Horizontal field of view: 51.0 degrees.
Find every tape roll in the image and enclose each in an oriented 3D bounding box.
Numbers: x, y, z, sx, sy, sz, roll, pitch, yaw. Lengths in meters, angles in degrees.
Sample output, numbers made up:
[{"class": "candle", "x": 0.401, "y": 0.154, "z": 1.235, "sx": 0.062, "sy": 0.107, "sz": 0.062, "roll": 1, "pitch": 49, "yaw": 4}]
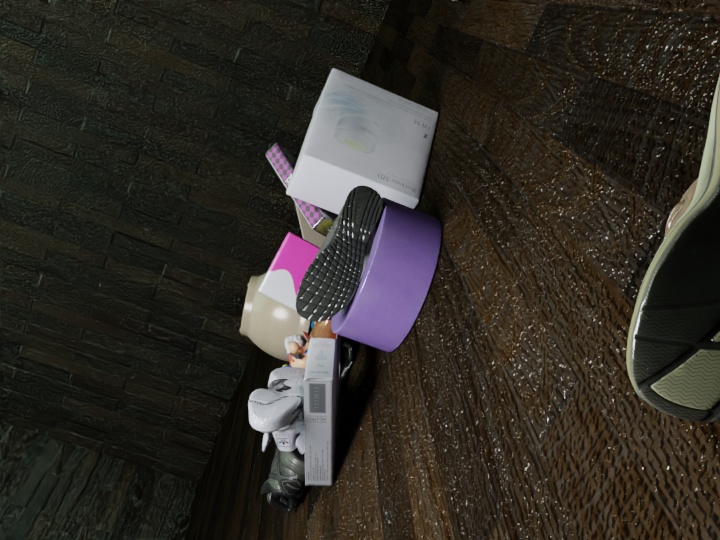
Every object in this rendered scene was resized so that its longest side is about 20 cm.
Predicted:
[{"class": "tape roll", "x": 0.033, "y": 0.006, "z": 1.050, "sx": 0.200, "sy": 0.085, "sz": 0.201, "roll": -160, "pitch": 90, "yaw": -81}]

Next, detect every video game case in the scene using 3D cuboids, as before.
[{"class": "video game case", "x": -0.068, "y": -0.127, "z": 1.374, "sx": 0.036, "sy": 0.181, "sz": 0.200, "roll": -43, "pitch": 56, "yaw": 15}]

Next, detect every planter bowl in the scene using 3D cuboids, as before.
[{"class": "planter bowl", "x": -0.167, "y": 0.081, "z": 1.522, "sx": 0.200, "sy": 0.134, "sz": 0.201, "roll": -170, "pitch": 90, "yaw": -85}]

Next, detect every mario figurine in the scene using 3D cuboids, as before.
[{"class": "mario figurine", "x": -0.132, "y": 0.181, "z": 1.371, "sx": 0.200, "sy": 0.123, "sz": 0.106, "roll": -50, "pitch": -28, "yaw": 2}]

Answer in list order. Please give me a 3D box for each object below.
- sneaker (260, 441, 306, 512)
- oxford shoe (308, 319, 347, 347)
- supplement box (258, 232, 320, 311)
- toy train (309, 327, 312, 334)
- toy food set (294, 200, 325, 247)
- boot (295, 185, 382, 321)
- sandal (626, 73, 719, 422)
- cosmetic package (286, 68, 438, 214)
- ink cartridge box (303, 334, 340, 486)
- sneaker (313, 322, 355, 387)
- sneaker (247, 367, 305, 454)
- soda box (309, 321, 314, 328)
[{"class": "sneaker", "x": -0.129, "y": 0.335, "z": 1.297, "sx": 0.114, "sy": 0.076, "sz": 0.199, "roll": -63, "pitch": 16, "yaw": 4}, {"class": "oxford shoe", "x": -0.023, "y": 0.057, "z": 1.231, "sx": 0.200, "sy": 0.071, "sz": 0.071, "roll": -61, "pitch": -8, "yaw": -60}, {"class": "supplement box", "x": -0.092, "y": 0.009, "z": 1.198, "sx": 0.101, "sy": 0.103, "sz": 0.200, "roll": -62, "pitch": 2, "yaw": -2}, {"class": "toy train", "x": -0.083, "y": 0.148, "z": 1.539, "sx": 0.200, "sy": 0.042, "sz": 0.057, "roll": 166, "pitch": 113, "yaw": -79}, {"class": "toy food set", "x": -0.077, "y": -0.130, "z": 1.559, "sx": 0.060, "sy": 0.143, "sz": 0.200, "roll": 33, "pitch": 143, "yaw": 49}, {"class": "boot", "x": -0.028, "y": -0.015, "z": 1.035, "sx": 0.200, "sy": 0.068, "sz": 0.131, "roll": -64, "pitch": 4, "yaw": -11}, {"class": "sandal", "x": 0.183, "y": -0.023, "z": 0.354, "sx": 0.057, "sy": 0.080, "sz": 0.201, "roll": 80, "pitch": -147, "yaw": -75}, {"class": "cosmetic package", "x": 0.005, "y": -0.198, "z": 1.267, "sx": 0.123, "sy": 0.199, "sz": 0.200, "roll": 126, "pitch": 161, "yaw": -58}, {"class": "ink cartridge box", "x": -0.054, "y": 0.181, "z": 1.105, "sx": 0.174, "sy": 0.043, "sz": 0.200, "roll": -88, "pitch": 0, "yaw": -59}, {"class": "sneaker", "x": -0.039, "y": 0.127, "z": 1.279, "sx": 0.100, "sy": 0.069, "sz": 0.201, "roll": -44, "pitch": 31, "yaw": 54}, {"class": "sneaker", "x": -0.111, "y": 0.218, "z": 1.081, "sx": 0.200, "sy": 0.075, "sz": 0.115, "roll": -60, "pitch": -28, "yaw": -78}, {"class": "soda box", "x": -0.053, "y": 0.042, "z": 1.509, "sx": 0.200, "sy": 0.064, "sz": 0.068, "roll": -84, "pitch": 17, "yaw": -58}]
